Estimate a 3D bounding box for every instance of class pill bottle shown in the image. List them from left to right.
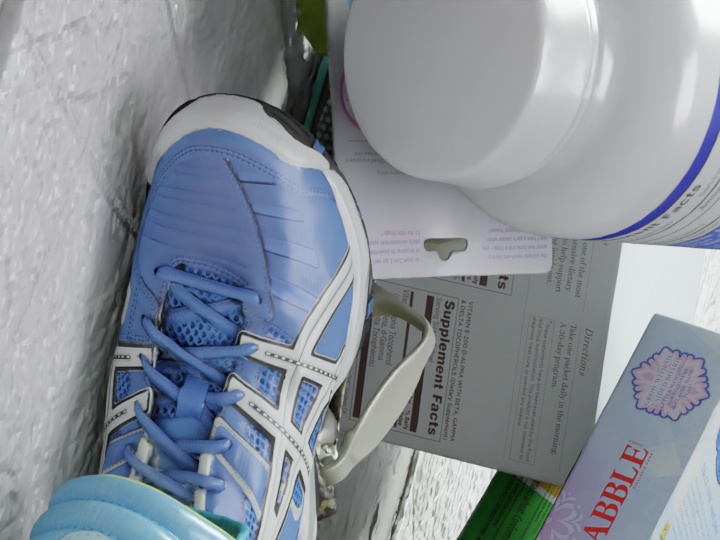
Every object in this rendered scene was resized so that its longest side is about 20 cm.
[{"bbox_3d":[0.090,-0.064,0.941,0.199,0.112,0.113,4,100,-46],"label":"pill bottle"}]

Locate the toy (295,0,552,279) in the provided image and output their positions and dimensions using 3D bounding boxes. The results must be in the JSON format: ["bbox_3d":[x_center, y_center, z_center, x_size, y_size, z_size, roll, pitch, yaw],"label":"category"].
[{"bbox_3d":[0.013,-0.099,0.974,0.115,0.047,0.201,-2,92,-48],"label":"toy"}]

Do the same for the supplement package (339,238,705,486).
[{"bbox_3d":[0.074,-0.040,1.140,0.156,0.110,0.201,-34,135,-65],"label":"supplement package"}]

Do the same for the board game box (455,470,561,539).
[{"bbox_3d":[0.029,0.176,1.170,0.153,0.040,0.201,-54,170,-51],"label":"board game box"}]

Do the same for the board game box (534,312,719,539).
[{"bbox_3d":[0.096,0.150,1.082,0.200,0.041,0.200,-59,155,-24],"label":"board game box"}]

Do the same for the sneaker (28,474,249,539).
[{"bbox_3d":[-0.064,0.144,0.835,0.201,0.079,0.131,87,23,-43],"label":"sneaker"}]

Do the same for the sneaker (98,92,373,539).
[{"bbox_3d":[-0.041,0.044,0.890,0.077,0.075,0.201,-60,154,-62],"label":"sneaker"}]

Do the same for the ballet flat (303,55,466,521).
[{"bbox_3d":[0.000,0.000,1.009,0.072,0.072,0.201,65,41,-63],"label":"ballet flat"}]
